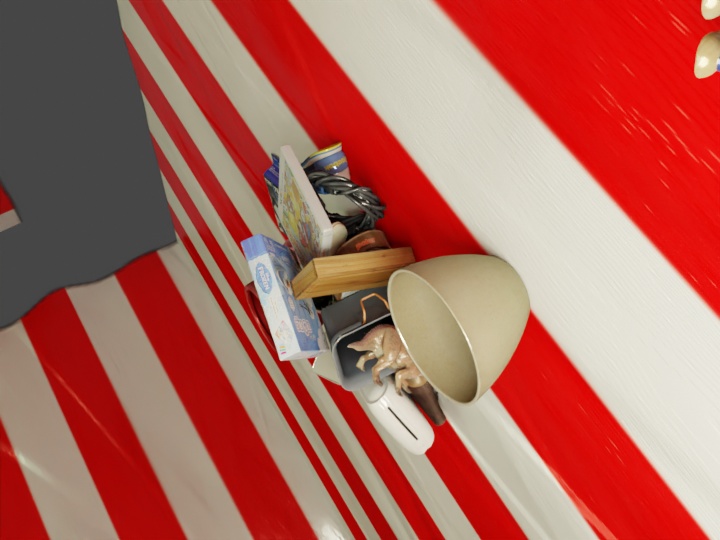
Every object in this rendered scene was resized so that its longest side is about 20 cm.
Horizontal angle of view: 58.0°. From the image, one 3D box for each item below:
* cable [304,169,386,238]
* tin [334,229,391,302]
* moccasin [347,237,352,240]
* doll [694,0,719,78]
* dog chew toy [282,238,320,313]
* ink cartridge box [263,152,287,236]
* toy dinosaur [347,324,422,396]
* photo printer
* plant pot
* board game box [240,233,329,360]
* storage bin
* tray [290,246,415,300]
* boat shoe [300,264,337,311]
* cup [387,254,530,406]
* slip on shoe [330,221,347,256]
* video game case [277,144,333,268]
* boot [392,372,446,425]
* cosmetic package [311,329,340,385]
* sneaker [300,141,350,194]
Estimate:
[{"bbox_3d":[-0.036,-0.125,1.155,0.162,0.051,0.200,37,160,-8],"label":"cable"},{"bbox_3d":[0.000,0.000,1.210,0.202,0.109,0.043,99,148,-59],"label":"tin"},{"bbox_3d":[-0.024,-0.009,1.331,0.078,0.072,0.206,52,148,44],"label":"moccasin"},{"bbox_3d":[0.313,-0.141,0.396,0.198,0.048,0.140,27,130,48],"label":"doll"},{"bbox_3d":[-0.105,0.014,1.481,0.124,0.123,0.203,25,146,57],"label":"dog chew toy"},{"bbox_3d":[-0.183,-0.170,1.551,0.099,0.039,0.204,39,148,48],"label":"ink cartridge box"},{"bbox_3d":[0.072,0.134,1.114,0.196,0.138,0.086,27,-178,-14],"label":"toy dinosaur"},{"bbox_3d":[0.062,0.262,1.278,0.167,0.069,0.200,49,180,-20],"label":"photo printer"},{"bbox_3d":[-0.166,0.086,1.615,0.201,0.180,0.203,48,154,32],"label":"plant pot"},{"bbox_3d":[-0.125,0.051,1.125,0.200,0.042,0.204,29,-140,-78],"label":"board game box"},{"bbox_3d":[0.019,0.098,1.197,0.134,0.196,0.149,47,157,54],"label":"storage bin"},{"bbox_3d":[-0.011,0.005,1.098,0.098,0.196,0.038,-40,65,52],"label":"tray"},{"bbox_3d":[-0.078,0.061,1.411,0.199,0.072,0.061,31,-149,-30],"label":"boat shoe"},{"bbox_3d":[0.148,0.059,0.894,0.201,0.141,0.203,48,155,31],"label":"cup"},{"bbox_3d":[-0.071,-0.040,1.220,0.061,0.074,0.200,39,159,3],"label":"slip on shoe"},{"bbox_3d":[-0.103,-0.088,1.157,0.203,0.022,0.184,61,157,29],"label":"video game case"},{"bbox_3d":[0.092,0.212,1.315,0.169,0.071,0.200,64,169,-22],"label":"boot"},{"bbox_3d":[-0.040,0.166,1.395,0.069,0.108,0.200,21,-177,6],"label":"cosmetic package"},{"bbox_3d":[-0.076,-0.178,1.240,0.084,0.073,0.199,62,160,-6],"label":"sneaker"}]
